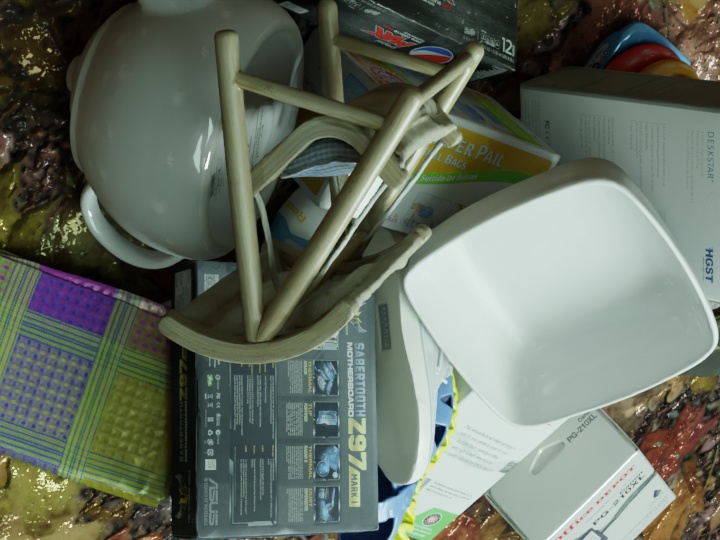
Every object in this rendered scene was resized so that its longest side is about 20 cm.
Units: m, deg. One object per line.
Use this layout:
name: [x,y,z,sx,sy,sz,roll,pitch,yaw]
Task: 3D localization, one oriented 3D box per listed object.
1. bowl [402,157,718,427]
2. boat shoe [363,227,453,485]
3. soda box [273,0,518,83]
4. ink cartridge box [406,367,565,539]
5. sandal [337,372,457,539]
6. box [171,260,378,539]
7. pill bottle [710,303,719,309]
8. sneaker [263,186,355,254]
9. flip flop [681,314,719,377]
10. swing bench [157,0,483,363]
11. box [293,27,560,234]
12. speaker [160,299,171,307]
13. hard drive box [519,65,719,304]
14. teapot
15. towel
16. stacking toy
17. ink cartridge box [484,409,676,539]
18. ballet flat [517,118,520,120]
bowl: [0.153,0.009,1.088,0.198,0.075,0.200,-24,121,25]
boat shoe: [0.041,0.065,1.130,0.068,0.072,0.203,-2,80,-38]
soda box: [0.029,-0.203,1.055,0.199,0.063,0.072,17,71,-40]
ink cartridge box: [0.076,0.144,1.303,0.200,0.084,0.145,-44,140,15]
sandal: [0.025,0.144,1.177,0.087,0.079,0.202,50,51,-59]
box: [-0.063,0.097,1.071,0.156,0.051,0.203,3,82,-31]
pill bottle: [0.291,-0.007,1.351,0.198,0.114,0.115,-20,130,-20]
sneaker: [0.000,0.000,1.191,0.081,0.077,0.200,-47,125,2]
flip flop: [0.324,0.076,1.477,0.198,0.058,0.082,-15,134,-5]
swing bench: [-0.020,-0.054,0.923,0.199,0.128,0.202,-45,151,-67]
box: [0.039,-0.096,1.119,0.198,0.113,0.102,15,113,-38]
speaker: [-0.174,0.074,1.119,0.198,0.081,0.082,-22,131,-21]
hard drive box: [0.230,-0.073,1.148,0.076,0.199,0.158,-23,118,-41]
teapot: [-0.135,-0.108,0.977,0.197,0.144,0.202,44,65,-76]
towel: [-0.208,0.080,1.052,0.198,0.023,0.145,20,79,-16]
stacking toy: [0.275,-0.114,1.204,0.109,0.200,0.117,24,106,-42]
ink cartridge box: [0.230,0.231,1.468,0.145,0.084,0.200,-44,148,1]
ballet flat: [0.140,-0.035,1.263,0.070,0.071,0.202,-11,126,-27]
